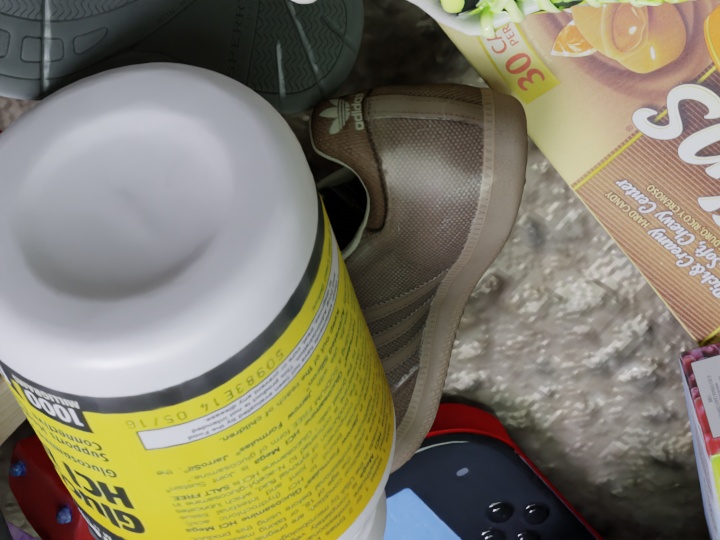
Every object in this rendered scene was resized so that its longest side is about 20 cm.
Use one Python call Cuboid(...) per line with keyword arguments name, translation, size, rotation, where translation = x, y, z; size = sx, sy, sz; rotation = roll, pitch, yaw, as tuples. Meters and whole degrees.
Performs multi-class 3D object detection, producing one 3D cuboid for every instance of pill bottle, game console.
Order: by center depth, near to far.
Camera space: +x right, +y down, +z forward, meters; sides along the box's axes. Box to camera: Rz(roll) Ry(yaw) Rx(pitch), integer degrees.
Cuboid(name="pill bottle", translation=(-0.051, 0.035, 0.887), size=(0.112, 0.113, 0.200), rotation=(-16, 144, 3))
Cuboid(name="game console", translation=(0.009, 0.151, 1.124), size=(0.199, 0.031, 0.177), rotation=(-32, 124, 15))

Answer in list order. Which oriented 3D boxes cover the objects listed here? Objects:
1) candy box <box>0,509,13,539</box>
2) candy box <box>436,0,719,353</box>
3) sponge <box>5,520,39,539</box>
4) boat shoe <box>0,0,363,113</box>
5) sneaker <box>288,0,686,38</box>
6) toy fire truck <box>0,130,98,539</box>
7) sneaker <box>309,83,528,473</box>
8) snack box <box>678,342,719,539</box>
Cuboid(name="candy box", translation=(-0.167, 0.150, 0.909), size=(0.136, 0.061, 0.201), rotation=(-32, 110, -38))
Cuboid(name="candy box", translation=(0.114, -0.075, 0.962), size=(0.115, 0.055, 0.200), rotation=(-33, 124, 15))
Cuboid(name="sponge", translation=(-0.187, 0.162, 0.951), size=(0.030, 0.201, 0.111), rotation=(0, 150, 48))
Cuboid(name="boat shoe", translation=(-0.093, -0.093, 0.877), size=(0.201, 0.065, 0.075), rotation=(5, 99, -37))
Cuboid(name="sneaker", translation=(0.062, -0.103, 0.842), size=(0.198, 0.077, 0.076), rotation=(7, 150, 20))
Cuboid(name="toy fire truck", translation=(-0.107, 0.028, 0.964), size=(0.140, 0.049, 0.201), rotation=(-18, 136, -39))
Cuboid(name="sneaker", translation=(0.000, 0.000, 0.977), size=(0.075, 0.071, 0.201), rotation=(9, 140, -10))
Cuboid(name="snack box", translation=(0.205, 0.087, 1.062), size=(0.141, 0.053, 0.201), rotation=(-14, 144, 3))
